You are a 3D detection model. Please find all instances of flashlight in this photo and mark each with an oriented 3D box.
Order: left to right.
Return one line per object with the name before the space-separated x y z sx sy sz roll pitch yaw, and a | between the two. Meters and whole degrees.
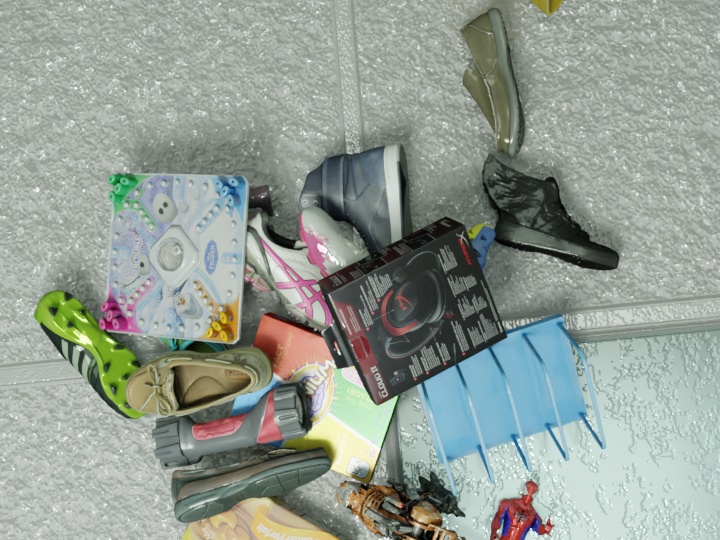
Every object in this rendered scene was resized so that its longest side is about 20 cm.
flashlight | -0.159 0.188 1.137 0.196 0.069 0.068 -12 37 12

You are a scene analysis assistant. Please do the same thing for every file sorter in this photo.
file sorter | 0.177 0.164 1.101 0.196 0.123 0.141 -18 107 1

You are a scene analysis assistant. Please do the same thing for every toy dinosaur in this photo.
toy dinosaur | 0.066 0.307 1.094 0.200 0.136 0.102 43 95 20

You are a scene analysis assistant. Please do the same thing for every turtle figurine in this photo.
turtle figurine | -0.211 -0.054 1.209 0.195 0.101 0.153 -7 80 -2

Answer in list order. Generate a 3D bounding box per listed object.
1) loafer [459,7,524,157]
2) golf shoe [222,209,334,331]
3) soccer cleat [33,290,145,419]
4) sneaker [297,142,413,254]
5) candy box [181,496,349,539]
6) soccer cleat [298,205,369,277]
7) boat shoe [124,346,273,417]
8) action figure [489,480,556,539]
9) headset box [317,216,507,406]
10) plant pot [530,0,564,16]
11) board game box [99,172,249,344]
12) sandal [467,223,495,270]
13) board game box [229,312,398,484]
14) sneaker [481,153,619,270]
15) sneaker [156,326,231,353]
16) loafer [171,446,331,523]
loafer | 0.172 -0.243 1.224 0.068 0.075 0.204 -11 75 14
golf shoe | -0.072 0.008 1.164 0.199 0.073 0.093 35 99 -18
soccer cleat | -0.349 0.112 1.209 0.201 0.081 0.067 52 53 -8
sneaker | -0.006 -0.054 1.203 0.143 0.077 0.207 -5 88 13
candy box | -0.117 0.347 1.151 0.197 0.055 0.117 27 82 9
soccer cleat | 0.000 0.000 1.141 0.085 0.070 0.202 -23 104 27
boat shoe | -0.205 0.134 1.118 0.196 0.063 0.075 -15 94 16
action figure | 0.175 0.350 1.109 0.064 0.099 0.203 21 80 6
headset box | 0.051 0.050 1.081 0.197 0.075 0.151 -27 105 -7
plant pot | 0.236 -0.499 1.201 0.176 0.200 0.201 39 85 20
board game box | -0.235 -0.018 1.144 0.196 0.026 0.205 4 90 21
sandal | 0.128 0.039 1.177 0.086 0.079 0.203 25 91 3
board game box | -0.054 0.160 1.172 0.196 0.040 0.156 19 93 8
sneaker | 0.244 -0.073 1.188 0.196 0.060 0.106 15 82 7
sneaker | -0.224 0.080 1.193 0.200 0.080 0.078 43 86 11
loafer | -0.135 0.242 1.119 0.196 0.072 0.064 -17 59 -10
